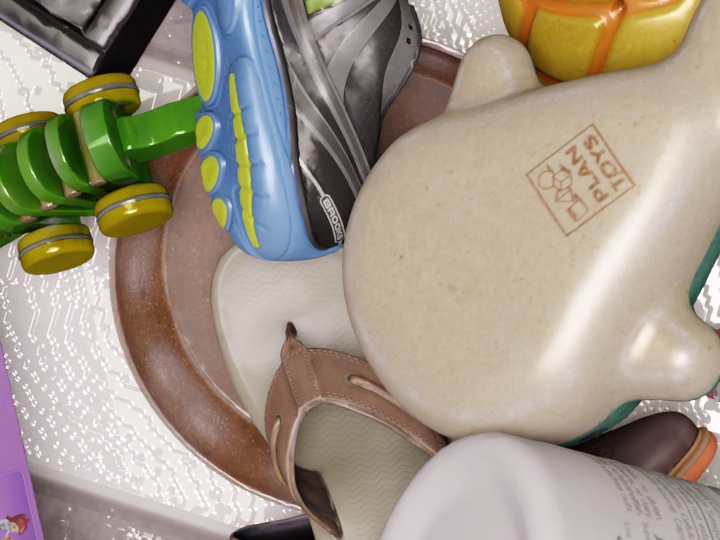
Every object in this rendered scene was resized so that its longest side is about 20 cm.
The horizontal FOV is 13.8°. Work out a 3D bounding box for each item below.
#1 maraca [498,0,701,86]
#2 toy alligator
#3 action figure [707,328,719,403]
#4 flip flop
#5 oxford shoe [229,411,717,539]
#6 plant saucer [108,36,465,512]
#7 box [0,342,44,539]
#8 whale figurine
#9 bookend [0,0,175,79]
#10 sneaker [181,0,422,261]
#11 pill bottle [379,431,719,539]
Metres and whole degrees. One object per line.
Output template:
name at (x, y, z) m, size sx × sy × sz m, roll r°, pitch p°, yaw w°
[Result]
maraca at (0.130, -0.085, 1.146) m, size 0.200 × 0.137 × 0.107 m, roll 47°, pitch 64°, yaw -11°
toy alligator at (-0.138, -0.029, 1.172) m, size 0.200 × 0.054 × 0.060 m, roll -24°, pitch 74°, yaw 31°
action figure at (0.220, 0.044, 1.153) m, size 0.199 × 0.134 × 0.149 m, roll 18°, pitch 58°, yaw 29°
flip flop at (-0.002, 0.071, 1.123) m, size 0.081 × 0.058 × 0.201 m, roll -21°, pitch 72°, yaw 9°
oxford shoe at (0.042, 0.094, 1.161) m, size 0.200 × 0.071 × 0.073 m, roll -26°, pitch 100°, yaw 10°
plant saucer at (0.000, 0.000, 1.193) m, size 0.199 × 0.034 × 0.201 m, roll 1°, pitch 103°, yaw 4°
box at (-0.187, 0.066, 1.184) m, size 0.137 × 0.039 × 0.201 m, roll -13°, pitch 90°, yaw 50°
whale figurine at (0.091, -0.019, 1.084) m, size 0.200 × 0.104 × 0.159 m, roll -40°, pitch 67°, yaw 16°
bookend at (-0.060, -0.144, 1.182) m, size 0.198 × 0.092 × 0.200 m, roll 33°, pitch 95°, yaw 4°
sneaker at (-0.020, -0.105, 1.117) m, size 0.082 × 0.071 × 0.200 m, roll -8°, pitch 99°, yaw -32°
pill bottle at (0.111, 0.133, 1.074) m, size 0.199 × 0.114 × 0.115 m, roll 16°, pitch 93°, yaw -31°
